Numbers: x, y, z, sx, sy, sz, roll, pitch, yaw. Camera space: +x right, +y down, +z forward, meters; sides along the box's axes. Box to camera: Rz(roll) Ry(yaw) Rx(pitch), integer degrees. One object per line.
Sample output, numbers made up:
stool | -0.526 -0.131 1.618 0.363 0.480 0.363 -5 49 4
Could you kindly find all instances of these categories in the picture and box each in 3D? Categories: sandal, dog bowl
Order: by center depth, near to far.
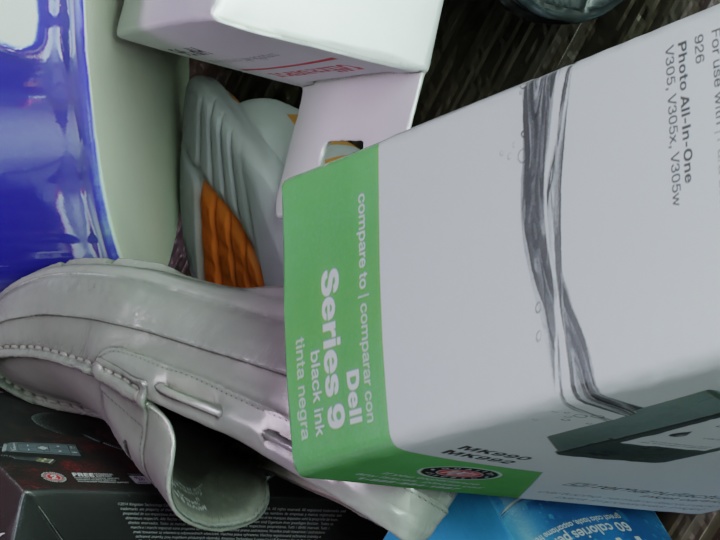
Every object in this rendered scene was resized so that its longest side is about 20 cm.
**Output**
sandal | 0.000 0.007 0.929 0.207 0.059 0.080 50 144 46
dog bowl | -0.109 -0.088 0.940 0.200 0.078 0.201 -2 -90 -84

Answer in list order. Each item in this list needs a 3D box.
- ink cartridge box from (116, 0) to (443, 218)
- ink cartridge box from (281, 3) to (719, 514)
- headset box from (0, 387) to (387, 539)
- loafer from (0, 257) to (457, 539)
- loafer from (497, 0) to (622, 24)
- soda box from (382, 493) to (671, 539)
ink cartridge box | -0.016 -0.119 0.844 0.116 0.067 0.201 -176 98 -72
ink cartridge box | 0.094 0.002 0.706 0.200 0.145 0.085 -19 67 54
headset box | -0.094 0.071 0.975 0.200 0.148 0.078 35 115 54
loafer | -0.046 0.039 0.847 0.199 0.070 0.070 4 69 46
loafer | 0.060 -0.164 0.868 0.072 0.072 0.201 -25 54 62
soda box | 0.072 0.136 0.788 0.068 0.064 0.200 -60 40 29
